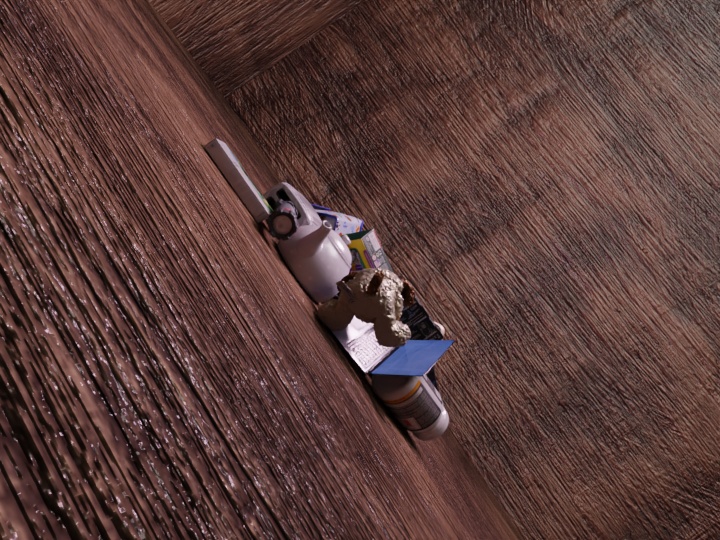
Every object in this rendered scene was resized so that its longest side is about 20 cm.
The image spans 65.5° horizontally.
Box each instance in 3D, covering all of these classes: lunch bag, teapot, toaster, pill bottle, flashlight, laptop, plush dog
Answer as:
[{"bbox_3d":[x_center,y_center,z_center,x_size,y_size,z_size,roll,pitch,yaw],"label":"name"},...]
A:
[{"bbox_3d":[-0.119,-0.127,1.649,0.200,0.124,0.170,14,6,28],"label":"lunch bag"},{"bbox_3d":[-0.086,-0.032,1.300,0.197,0.146,0.200,55,0,-24],"label":"teapot"},{"bbox_3d":[-0.183,-0.146,1.469,0.200,0.114,0.129,57,3,15],"label":"toaster"},{"bbox_3d":[0.117,0.290,1.258,0.200,0.116,0.116,56,0,-34],"label":"pill bottle"},{"bbox_3d":[-0.167,-0.115,1.253,0.068,0.068,0.200,13,11,-5],"label":"flashlight"},{"bbox_3d":[0.069,0.138,1.205,0.200,0.116,0.187,50,32,7],"label":"laptop"},{"bbox_3d":[0.026,0.047,1.174,0.200,0.161,0.172,15,23,5],"label":"plush dog"}]

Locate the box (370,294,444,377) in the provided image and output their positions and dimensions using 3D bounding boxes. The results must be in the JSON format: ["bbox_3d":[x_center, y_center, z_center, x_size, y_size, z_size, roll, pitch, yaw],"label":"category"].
[{"bbox_3d":[0.074,0.151,1.349,0.160,0.200,0.044,54,0,-5],"label":"box"}]

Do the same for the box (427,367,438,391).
[{"bbox_3d":[0.129,0.277,1.474,0.122,0.106,0.200,57,-12,44],"label":"box"}]

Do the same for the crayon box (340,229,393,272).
[{"bbox_3d":[0.000,0.000,1.465,0.172,0.058,0.200,-5,-63,48],"label":"crayon box"}]

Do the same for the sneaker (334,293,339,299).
[{"bbox_3d":[-0.095,0.006,1.674,0.200,0.076,0.114,61,-7,-7],"label":"sneaker"}]

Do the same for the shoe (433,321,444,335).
[{"bbox_3d":[0.127,0.164,1.500,0.053,0.200,0.070,84,7,-81],"label":"shoe"}]

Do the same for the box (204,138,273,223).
[{"bbox_3d":[-0.270,-0.201,1.270,0.200,0.036,0.144,57,1,-10],"label":"box"}]
